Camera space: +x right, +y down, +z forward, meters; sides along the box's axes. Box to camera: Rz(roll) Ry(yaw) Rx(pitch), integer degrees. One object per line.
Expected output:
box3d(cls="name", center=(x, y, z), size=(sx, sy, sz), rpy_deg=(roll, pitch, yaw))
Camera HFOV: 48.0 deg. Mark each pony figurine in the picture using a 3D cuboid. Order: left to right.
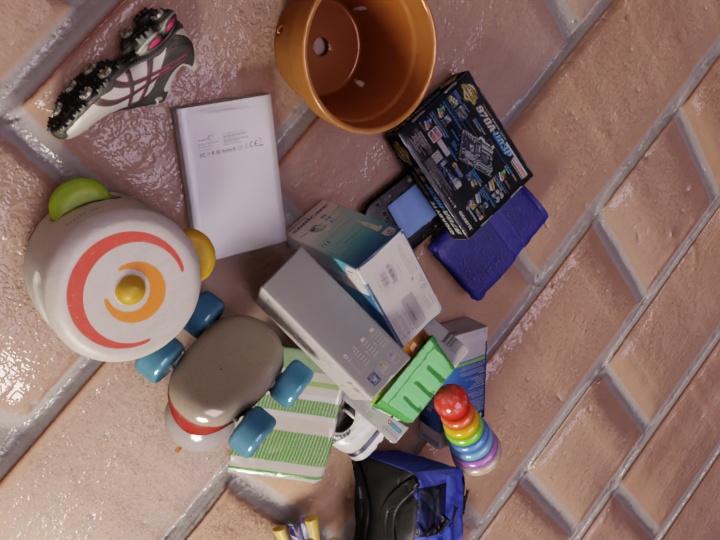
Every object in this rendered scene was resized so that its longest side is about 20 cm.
box3d(cls="pony figurine", center=(-0.063, 0.481, 1.247), size=(0.166, 0.193, 0.201), rpy_deg=(-26, 99, -29))

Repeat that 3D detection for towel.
box3d(cls="towel", center=(-0.107, 0.206, 1.172), size=(0.151, 0.023, 0.201), rpy_deg=(10, 99, -7))
box3d(cls="towel", center=(0.209, -0.066, 1.330), size=(0.200, 0.049, 0.148), rpy_deg=(-50, 119, -11))

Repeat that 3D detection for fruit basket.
box3d(cls="fruit basket", center=(0.033, 0.126, 1.222), size=(0.200, 0.094, 0.185), rpy_deg=(38, 78, 8))

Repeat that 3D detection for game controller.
box3d(cls="game controller", center=(0.090, -0.104, 1.235), size=(0.200, 0.042, 0.105), rpy_deg=(-39, 123, -19))

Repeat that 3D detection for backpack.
box3d(cls="backpack", center=(0.085, 0.404, 1.298), size=(0.167, 0.162, 0.202), rpy_deg=(6, 88, -35))

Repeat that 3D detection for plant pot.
box3d(cls="plant pot", center=(-0.021, -0.284, 1.038), size=(0.199, 0.140, 0.201), rpy_deg=(-11, 110, -32))

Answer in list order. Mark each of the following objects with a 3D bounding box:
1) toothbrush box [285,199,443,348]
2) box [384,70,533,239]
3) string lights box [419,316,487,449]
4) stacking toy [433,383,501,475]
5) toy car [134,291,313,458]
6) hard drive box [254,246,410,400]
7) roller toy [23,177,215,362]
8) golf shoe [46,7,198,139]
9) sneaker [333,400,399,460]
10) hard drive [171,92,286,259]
box3d(cls="toothbrush box", center=(0.000, 0.000, 1.107), size=(0.085, 0.200, 0.147), rpy_deg=(-40, 124, -16))
box3d(cls="box", center=(0.152, -0.172, 1.221), size=(0.159, 0.046, 0.200), rpy_deg=(-43, 110, -18))
box3d(cls="string lights box", center=(0.157, 0.190, 1.365), size=(0.102, 0.059, 0.201), rpy_deg=(-12, 112, -31))
box3d(cls="stacking toy", center=(0.164, 0.243, 1.271), size=(0.085, 0.085, 0.200), rpy_deg=(-43, 139, -16))
box3d(cls="toy car", center=(-0.196, 0.169, 1.080), size=(0.177, 0.184, 0.200), rpy_deg=(-49, 175, -44))
box3d(cls="hard drive box", center=(-0.043, 0.077, 1.078), size=(0.200, 0.156, 0.077), rpy_deg=(45, 76, -2))
box3d(cls="roller toy", center=(-0.286, 0.008, 0.949), size=(0.199, 0.140, 0.183), rpy_deg=(26, 90, -38))
box3d(cls="golf shoe", center=(-0.269, -0.211, 0.933), size=(0.200, 0.077, 0.088), rpy_deg=(-48, 133, -12))
box3d(cls="sneaker", center=(0.026, 0.201, 1.274), size=(0.080, 0.076, 0.200), rpy_deg=(43, 78, -26))
box3d(cls="hard drive", center=(-0.168, -0.122, 1.060), size=(0.131, 0.026, 0.201), rpy_deg=(-17, 114, -30))
